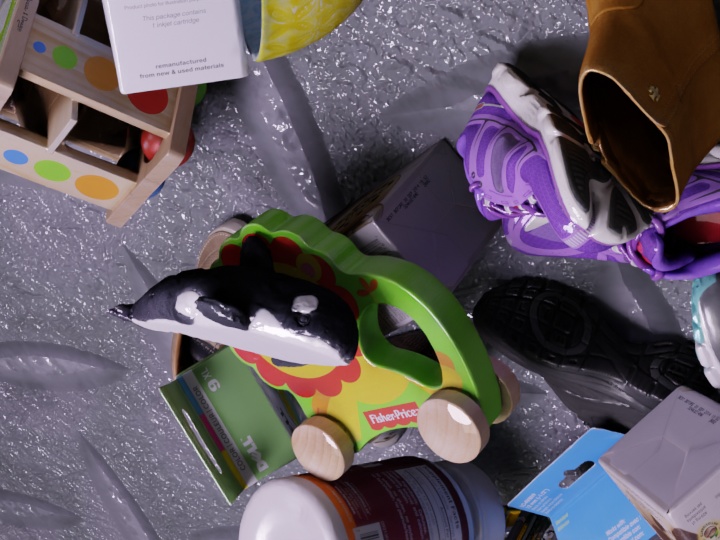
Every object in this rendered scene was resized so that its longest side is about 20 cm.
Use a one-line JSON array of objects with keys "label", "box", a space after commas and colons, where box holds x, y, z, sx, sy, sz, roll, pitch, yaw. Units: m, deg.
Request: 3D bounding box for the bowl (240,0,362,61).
[{"label": "bowl", "box": [-0.025, -0.230, 0.655, 0.107, 0.201, 0.201, -9, 130, -10]}]

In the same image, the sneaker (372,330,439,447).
[{"label": "sneaker", "box": [0.035, 0.105, 0.940, 0.200, 0.073, 0.085, -10, 121, 53]}]

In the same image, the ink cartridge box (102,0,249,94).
[{"label": "ink cartridge box", "box": [-0.130, -0.231, 0.691, 0.084, 0.145, 0.201, -9, 118, -11]}]

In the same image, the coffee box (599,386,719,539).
[{"label": "coffee box", "box": [0.256, 0.183, 0.703, 0.200, 0.080, 0.113, 50, 178, -10]}]

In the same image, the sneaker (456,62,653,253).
[{"label": "sneaker", "box": [0.108, -0.054, 0.667, 0.080, 0.200, 0.084, 31, 107, -20]}]

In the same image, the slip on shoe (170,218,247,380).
[{"label": "slip on shoe", "box": [-0.131, 0.037, 1.002, 0.076, 0.061, 0.200, 36, 137, 5]}]

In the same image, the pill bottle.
[{"label": "pill bottle", "box": [0.015, 0.206, 0.864, 0.114, 0.199, 0.115, -1, 89, 45]}]

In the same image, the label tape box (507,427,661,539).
[{"label": "label tape box", "box": [0.228, 0.204, 0.840, 0.199, 0.066, 0.143, 21, 138, -11]}]

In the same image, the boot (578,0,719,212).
[{"label": "boot", "box": [0.144, -0.144, 0.595, 0.071, 0.144, 0.202, -16, 114, 41]}]

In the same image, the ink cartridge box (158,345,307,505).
[{"label": "ink cartridge box", "box": [-0.092, 0.110, 0.900, 0.059, 0.200, 0.104, -31, 90, 4]}]

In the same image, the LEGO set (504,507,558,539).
[{"label": "LEGO set", "box": [0.141, 0.285, 0.972, 0.199, 0.116, 0.154, -8, 120, 40]}]

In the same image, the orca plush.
[{"label": "orca plush", "box": [-0.077, 0.015, 0.746, 0.105, 0.071, 0.199, 31, 159, -35]}]

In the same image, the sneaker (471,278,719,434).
[{"label": "sneaker", "box": [0.170, 0.079, 0.818, 0.199, 0.076, 0.091, 28, 142, 16]}]

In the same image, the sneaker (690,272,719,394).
[{"label": "sneaker", "box": [0.291, 0.067, 0.729, 0.091, 0.078, 0.200, -26, 115, 36]}]

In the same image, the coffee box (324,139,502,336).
[{"label": "coffee box", "box": [0.000, 0.000, 0.841, 0.080, 0.113, 0.200, 49, 138, -9]}]

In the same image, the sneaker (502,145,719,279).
[{"label": "sneaker", "box": [0.173, -0.034, 0.700, 0.199, 0.083, 0.081, -2, 123, 37]}]

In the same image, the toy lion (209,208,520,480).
[{"label": "toy lion", "box": [-0.013, 0.043, 0.765, 0.199, 0.069, 0.192, -16, 106, 43]}]

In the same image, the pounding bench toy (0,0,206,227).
[{"label": "pounding bench toy", "box": [-0.199, -0.162, 0.852, 0.155, 0.201, 0.124, 21, 147, -27]}]
